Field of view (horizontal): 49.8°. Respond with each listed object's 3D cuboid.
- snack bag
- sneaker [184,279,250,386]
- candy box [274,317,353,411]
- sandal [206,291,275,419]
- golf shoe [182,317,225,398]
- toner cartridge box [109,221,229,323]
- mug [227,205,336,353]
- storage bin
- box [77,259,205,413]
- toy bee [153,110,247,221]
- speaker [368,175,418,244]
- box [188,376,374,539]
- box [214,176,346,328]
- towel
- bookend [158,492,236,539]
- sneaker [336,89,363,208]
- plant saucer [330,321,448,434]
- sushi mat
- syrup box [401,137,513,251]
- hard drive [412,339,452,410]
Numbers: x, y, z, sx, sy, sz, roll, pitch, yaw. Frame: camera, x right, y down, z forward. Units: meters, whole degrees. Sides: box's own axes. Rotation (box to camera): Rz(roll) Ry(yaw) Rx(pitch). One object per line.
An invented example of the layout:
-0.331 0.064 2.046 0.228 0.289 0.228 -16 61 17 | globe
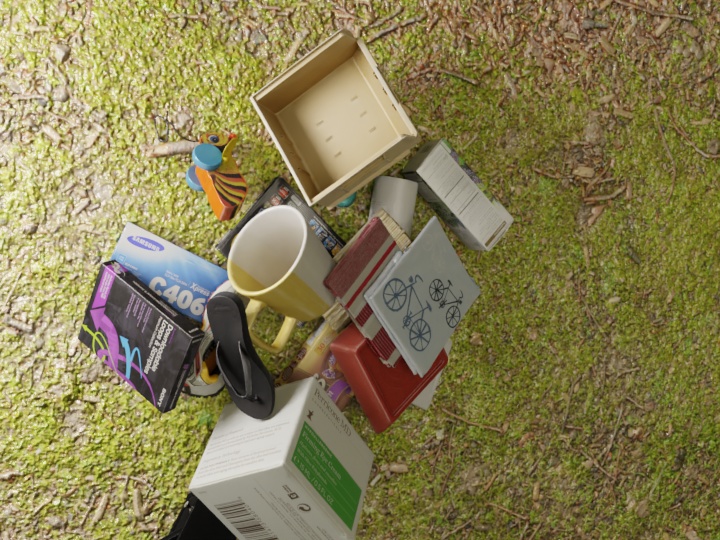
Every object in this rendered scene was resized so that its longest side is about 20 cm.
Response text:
0.107 0.038 1.272 0.201 0.021 0.190 -51 123 -25 | snack bag
-0.209 0.098 1.219 0.078 0.081 0.203 49 56 -39 | sneaker
-0.072 0.193 1.337 0.116 0.056 0.202 40 81 -18 | candy box
-0.183 0.132 1.137 0.074 0.043 0.205 -11 109 22 | sandal
-0.287 0.128 1.237 0.199 0.094 0.079 38 41 -19 | golf shoe
-0.305 0.008 1.256 0.197 0.043 0.097 27 85 -18 | toner cartridge box
-0.119 0.016 1.214 0.186 0.150 0.153 -43 138 4 | mug
-0.036 -0.236 1.226 0.196 0.094 0.203 -33 78 11 | storage bin
-0.336 0.099 1.176 0.198 0.036 0.145 34 113 17 | box
-0.227 -0.180 1.233 0.107 0.130 0.204 -25 91 -38 | toy bee
0.047 -0.059 1.340 0.079 0.081 0.206 8 91 -17 | speaker
-0.116 0.314 1.216 0.196 0.173 0.201 -21 120 28 | box
-0.121 -0.030 1.309 0.200 0.044 0.161 45 81 -16 | box
0.036 0.037 1.239 0.145 0.022 0.201 -51 122 -25 | towel
-0.291 0.446 1.258 0.092 0.197 0.202 43 38 -16 | bookend
-0.025 -0.208 1.306 0.075 0.079 0.206 5 94 -17 | sneaker
0.063 0.142 1.308 0.199 0.036 0.203 -42 120 -27 | plant saucer
0.000 0.000 1.295 0.096 0.012 0.200 45 91 -1 | sushi mat
0.172 -0.131 1.374 0.200 0.079 0.082 45 81 -15 | syrup box
0.070 0.148 1.353 0.198 0.025 0.135 31 78 -37 | hard drive
